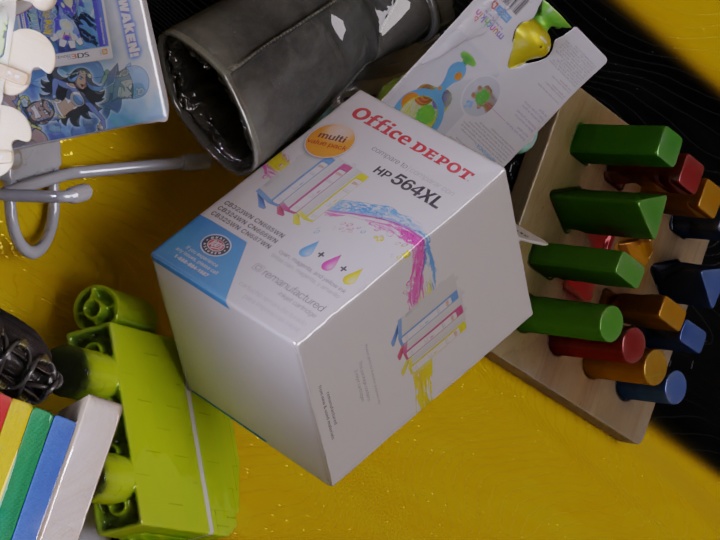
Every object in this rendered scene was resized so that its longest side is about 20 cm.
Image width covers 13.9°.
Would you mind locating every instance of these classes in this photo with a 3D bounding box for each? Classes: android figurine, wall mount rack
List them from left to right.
[{"bbox_3d":[-0.156,-0.110,1.729,0.174,0.074,0.200,-25,115,-67],"label":"wall mount rack"},{"bbox_3d":[-0.126,0.100,1.756,0.200,0.041,0.182,18,59,-67],"label":"android figurine"}]

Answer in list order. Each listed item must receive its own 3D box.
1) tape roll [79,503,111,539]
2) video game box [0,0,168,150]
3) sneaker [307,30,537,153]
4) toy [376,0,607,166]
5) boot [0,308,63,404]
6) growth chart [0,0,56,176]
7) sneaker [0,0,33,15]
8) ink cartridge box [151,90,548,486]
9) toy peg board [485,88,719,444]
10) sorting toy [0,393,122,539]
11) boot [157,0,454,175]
[{"bbox_3d":[-0.234,0.190,1.684,0.200,0.066,0.201,-5,97,-45],"label":"tape roll"},{"bbox_3d":[-0.212,-0.162,1.604,0.047,0.182,0.200,-91,170,-76],"label":"video game box"},{"bbox_3d":[0.047,-0.148,1.923,0.200,0.078,0.140,5,92,-46],"label":"sneaker"},{"bbox_3d":[0.049,-0.097,1.847,0.200,0.047,0.115,-44,132,6],"label":"toy"},{"bbox_3d":[-0.226,0.021,1.595,0.174,0.200,0.069,38,91,-34],"label":"boot"},{"bbox_3d":[-0.239,-0.075,1.479,0.145,0.018,0.200,22,74,-10],"label":"growth chart"},{"bbox_3d":[-0.265,-0.175,1.539,0.200,0.080,0.089,7,95,-3],"label":"sneaker"},{"bbox_3d":[0.000,0.000,1.742,0.200,0.128,0.125,-40,140,-25],"label":"ink cartridge box"},{"bbox_3d":[0.196,0.000,2.075,0.199,0.098,0.200,33,72,-42],"label":"toy peg board"},{"bbox_3d":[-0.198,0.157,1.545,0.070,0.200,0.199,20,82,-8],"label":"sorting toy"},{"bbox_3d":[-0.051,-0.173,1.787,0.200,0.073,0.182,-32,89,-32],"label":"boot"}]
